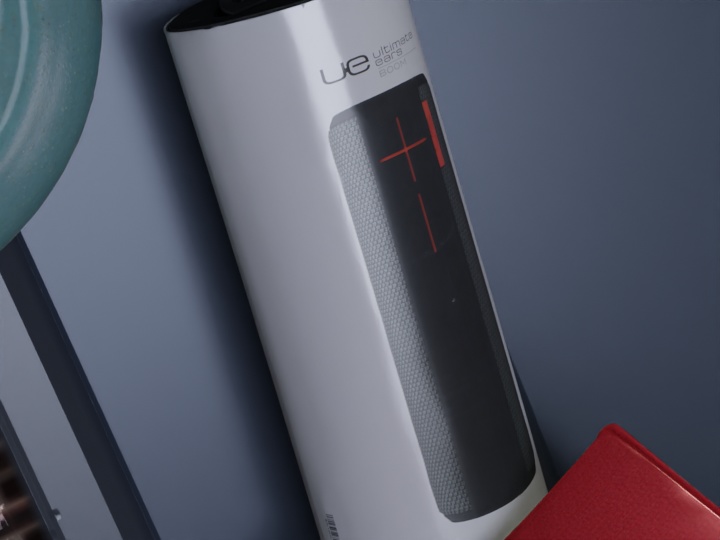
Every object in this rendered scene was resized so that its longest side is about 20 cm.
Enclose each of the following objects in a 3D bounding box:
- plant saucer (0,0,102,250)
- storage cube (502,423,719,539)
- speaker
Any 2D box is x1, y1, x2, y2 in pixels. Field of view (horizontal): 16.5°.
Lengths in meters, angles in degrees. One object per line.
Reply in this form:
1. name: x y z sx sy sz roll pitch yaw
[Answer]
1. plant saucer: -0.174 -0.076 0.772 0.199 0.036 0.201 -3 100 -17
2. storage cube: 0.107 0.190 0.802 0.171 0.180 0.200 -45 141 -6
3. speaker: 0.000 0.000 0.820 0.081 0.081 0.201 -20 104 -14
